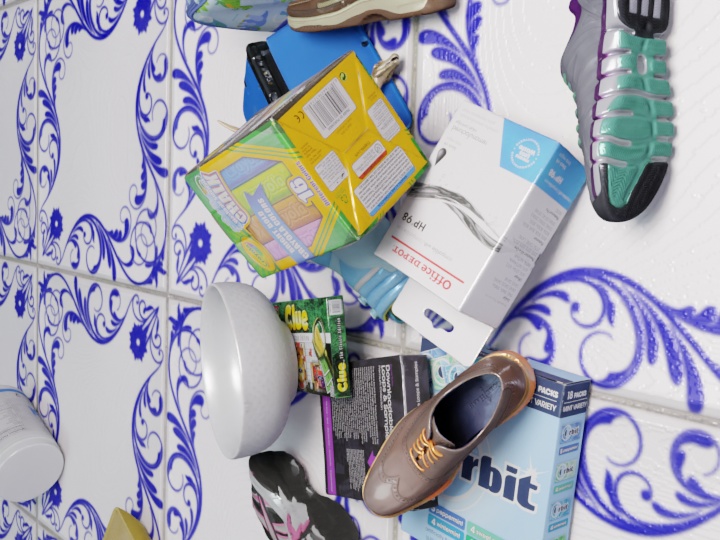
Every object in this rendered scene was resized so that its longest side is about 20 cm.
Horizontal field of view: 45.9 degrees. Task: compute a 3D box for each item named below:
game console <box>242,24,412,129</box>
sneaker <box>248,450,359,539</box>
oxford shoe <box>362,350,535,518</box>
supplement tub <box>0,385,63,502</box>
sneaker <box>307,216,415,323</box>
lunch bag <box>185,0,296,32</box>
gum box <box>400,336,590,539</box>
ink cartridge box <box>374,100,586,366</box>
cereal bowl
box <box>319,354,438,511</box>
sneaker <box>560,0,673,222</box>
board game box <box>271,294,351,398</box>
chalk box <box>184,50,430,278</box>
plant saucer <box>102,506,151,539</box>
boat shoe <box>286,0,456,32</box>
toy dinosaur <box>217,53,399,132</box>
[{"bbox_3d":[-0.046,-0.173,0.963,0.171,0.117,0.201,109,140,-58],"label":"game console"},{"bbox_3d":[-0.068,0.303,0.997,0.200,0.080,0.087,47,136,45],"label":"sneaker"},{"bbox_3d":[0.061,0.144,0.731,0.071,0.073,0.200,46,110,19],"label":"oxford shoe"},{"bbox_3d":[-0.651,0.318,1.587,0.200,0.131,0.133,37,118,39],"label":"supplement tub"},{"bbox_3d":[0.000,0.000,0.894,0.131,0.079,0.200,53,167,-9],"label":"sneaker"},{"bbox_3d":[-0.090,-0.334,0.915,0.199,0.160,0.083,-24,77,48],"label":"lunch bag"},{"bbox_3d":[0.119,0.177,0.792,0.169,0.044,0.203,15,104,48],"label":"gum box"},{"bbox_3d":[0.094,-0.032,0.746,0.115,0.066,0.201,34,96,41],"label":"ink cartridge box"},{"bbox_3d":[-0.124,0.111,0.978,0.200,0.082,0.203,176,90,-68],"label":"cereal bowl"},{"bbox_3d":[0.012,0.164,0.876,0.200,0.036,0.145,161,107,-64],"label":"box"},{"bbox_3d":[0.198,-0.138,0.685,0.087,0.074,0.203,2,86,64],"label":"sneaker"},{"bbox_3d":[-0.060,0.084,0.956,0.200,0.023,0.106,169,99,-67],"label":"board game box"},{"bbox_3d":[-0.062,-0.084,0.772,0.199,0.125,0.124,-19,113,51],"label":"chalk box"},{"bbox_3d":[-0.347,0.502,1.322,0.200,0.048,0.201,47,124,35],"label":"plant saucer"},{"bbox_3d":[0.005,-0.291,0.863,0.200,0.075,0.076,2,114,34],"label":"boat shoe"},{"bbox_3d":[-0.038,-0.150,0.874,0.058,0.198,0.102,69,176,-52],"label":"toy dinosaur"}]
